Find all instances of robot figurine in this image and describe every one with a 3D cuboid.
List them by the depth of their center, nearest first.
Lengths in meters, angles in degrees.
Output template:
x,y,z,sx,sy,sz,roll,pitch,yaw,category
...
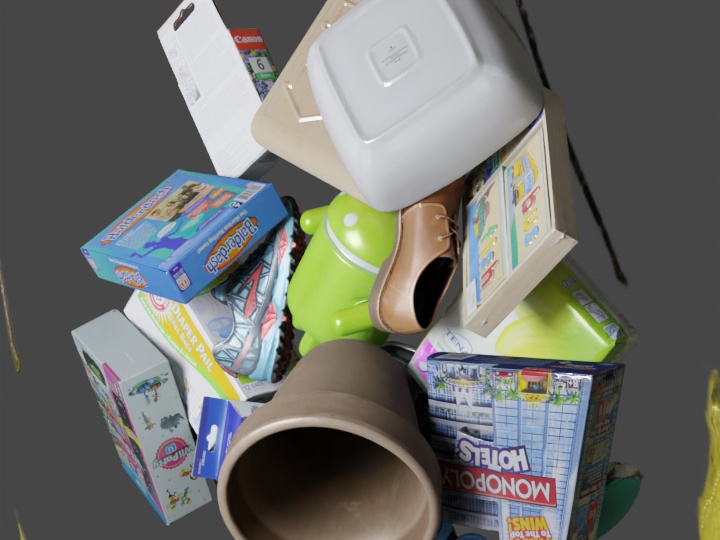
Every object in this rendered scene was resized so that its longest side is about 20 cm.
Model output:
x,y,z,sx,sy,sz,roll,pitch,yaw,category
0.000,0.000,1.326,0.201,0.114,0.177,-61,28,33,robot figurine

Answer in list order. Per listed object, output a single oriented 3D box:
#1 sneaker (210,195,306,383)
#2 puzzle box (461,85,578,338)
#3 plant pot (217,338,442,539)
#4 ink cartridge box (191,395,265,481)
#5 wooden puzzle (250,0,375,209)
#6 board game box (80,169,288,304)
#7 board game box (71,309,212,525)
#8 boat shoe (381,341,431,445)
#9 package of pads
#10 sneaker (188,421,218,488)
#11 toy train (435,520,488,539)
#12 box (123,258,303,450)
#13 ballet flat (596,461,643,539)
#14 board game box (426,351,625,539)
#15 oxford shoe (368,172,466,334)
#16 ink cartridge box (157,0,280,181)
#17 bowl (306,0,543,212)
x,y,z,sx,sy,sz,roll,pitch,yaw,category
-0.111,0.013,1.405,0.094,0.079,0.203,7,73,6,sneaker
0.135,-0.054,1.166,0.133,0.025,0.202,-50,23,36,puzzle box
-0.021,0.159,1.225,0.197,0.176,0.203,3,124,4,plant pot
-0.075,0.193,1.399,0.039,0.197,0.101,-102,20,-68,ink cartridge box
0.010,-0.176,1.295,0.184,0.046,0.202,29,89,30,wooden puzzle
-0.190,-0.041,1.419,0.199,0.152,0.045,13,139,52,board game box
-0.247,0.165,1.516,0.147,0.064,0.202,35,146,52,board game box
0.071,0.147,1.329,0.200,0.062,0.075,48,128,26,boat shoe
0.146,0.073,1.239,0.155,0.068,0.201,50,125,23,package of pads
-0.188,0.172,1.558,0.071,0.079,0.203,-23,83,42,sneaker
0.047,0.278,1.288,0.199,0.115,0.087,36,166,22,toy train
-0.160,0.080,1.493,0.201,0.112,0.102,56,131,21,box
0.187,0.235,1.240,0.072,0.071,0.201,45,125,26,ballet flat
0.138,0.180,1.178,0.198,0.061,0.203,0,97,40,board game box
0.070,-0.037,1.222,0.071,0.071,0.203,8,83,53,oxford shoe
-0.143,-0.206,1.462,0.109,0.050,0.202,-36,73,42,ink cartridge box
0.044,-0.179,1.207,0.199,0.074,0.202,-33,60,16,bowl
